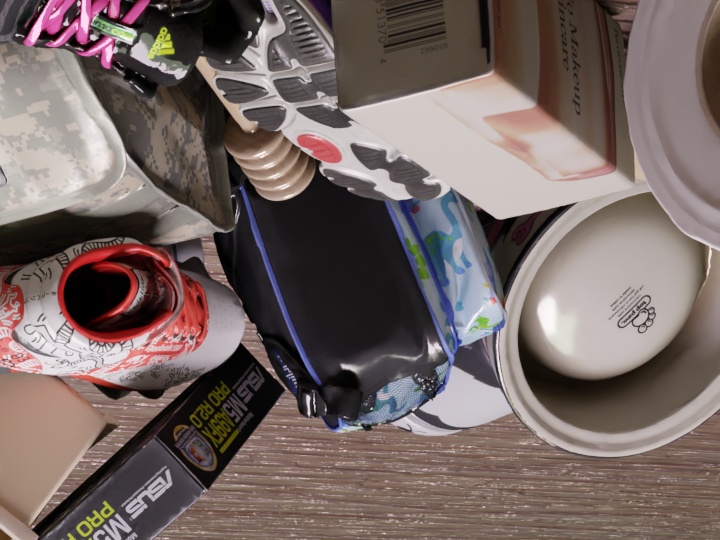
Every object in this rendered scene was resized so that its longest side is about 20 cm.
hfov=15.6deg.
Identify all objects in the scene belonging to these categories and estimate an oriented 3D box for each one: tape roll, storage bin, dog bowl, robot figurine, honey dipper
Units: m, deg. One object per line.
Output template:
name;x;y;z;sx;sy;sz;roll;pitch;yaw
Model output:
tape roll;0.221;-0.099;1.243;0.071;0.203;0.202;12;156;-40
storage bin;-0.263;0.079;1.486;0.200;0.094;0.199;40;152;-7
dog bowl;0.159;0.012;1.628;0.199;0.201;0.074;5;-158;-27
robot figurine;0.079;0.041;1.762;0.125;0.151;0.200;-30;-177;-42
honey dipper;-0.077;-0.104;1.352;0.038;0.038;0.200;-11;145;19

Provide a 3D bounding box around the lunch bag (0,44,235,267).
lunch bag;-0.179;-0.074;1.358;0.163;0.118;0.200;-13;159;20

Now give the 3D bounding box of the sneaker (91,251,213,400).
sneaker;-0.136;0.031;1.586;0.070;0.080;0.200;48;163;-18

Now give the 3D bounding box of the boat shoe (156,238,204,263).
boat shoe;-0.148;0.024;1.742;0.065;0.074;0.200;-4;162;-17

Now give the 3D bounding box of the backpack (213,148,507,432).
backpack;0.000;0.000;1.532;0.147;0.184;0.200;-23;170;-7

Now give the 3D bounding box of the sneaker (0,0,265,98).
sneaker;-0.114;-0.122;1.185;0.200;0.087;0.074;-13;144;-54

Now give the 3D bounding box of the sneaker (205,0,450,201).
sneaker;-0.015;-0.108;1.365;0.080;0.084;0.200;-4;155;26

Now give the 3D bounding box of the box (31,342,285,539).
box;-0.144;0.140;1.509;0.200;0.044;0.160;-42;-177;22

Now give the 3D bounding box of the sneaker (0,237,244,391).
sneaker;-0.114;0.024;1.407;0.201;0.068;0.108;3;167;-43

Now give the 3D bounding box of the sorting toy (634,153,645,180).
sorting toy;0.258;-0.103;1.452;0.200;0.070;0.198;10;157;-40

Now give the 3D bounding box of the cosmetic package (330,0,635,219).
cosmetic package;0.066;-0.106;1.345;0.087;0.104;0.200;-12;162;23
